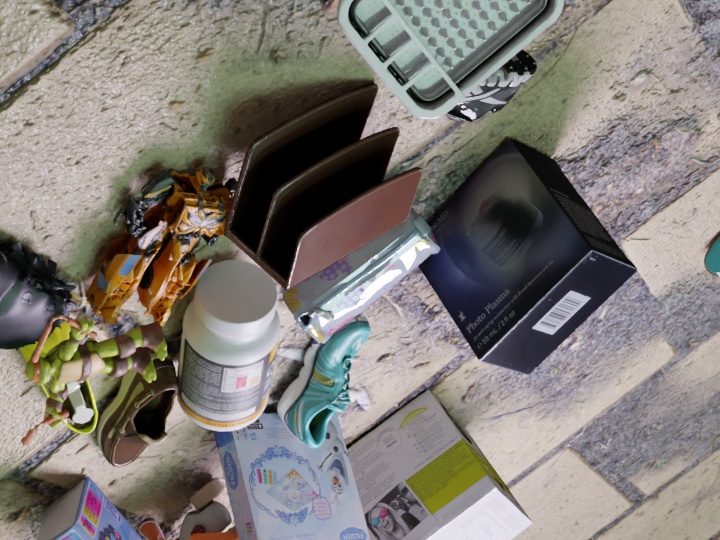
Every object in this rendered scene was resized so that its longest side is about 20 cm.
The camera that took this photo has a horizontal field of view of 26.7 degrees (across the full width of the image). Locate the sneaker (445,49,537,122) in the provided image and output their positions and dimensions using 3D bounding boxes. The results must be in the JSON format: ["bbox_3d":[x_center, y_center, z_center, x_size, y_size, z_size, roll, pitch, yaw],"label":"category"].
[{"bbox_3d":[0.103,-0.200,1.659,0.199,0.067,0.091,-7,138,-40],"label":"sneaker"}]

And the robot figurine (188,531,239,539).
[{"bbox_3d":[-0.179,0.420,2.022,0.198,0.117,0.144,-16,148,-9],"label":"robot figurine"}]

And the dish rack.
[{"bbox_3d":[0.088,-0.270,1.525,0.200,0.044,0.172,-38,118,9],"label":"dish rack"}]

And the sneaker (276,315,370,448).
[{"bbox_3d":[-0.034,0.145,1.987,0.077,0.080,0.201,0,127,-43],"label":"sneaker"}]

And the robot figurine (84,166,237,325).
[{"bbox_3d":[-0.205,-0.027,1.622,0.144,0.058,0.200,2,134,-46],"label":"robot figurine"}]

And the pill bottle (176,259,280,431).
[{"bbox_3d":[-0.154,0.088,1.772,0.116,0.117,0.201,-17,145,-25],"label":"pill bottle"}]

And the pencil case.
[{"bbox_3d":[0.000,0.000,1.821,0.199,0.083,0.091,-38,170,5],"label":"pencil case"}]

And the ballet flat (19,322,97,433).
[{"bbox_3d":[-0.331,0.121,1.703,0.066,0.067,0.201,-24,147,-12],"label":"ballet flat"}]

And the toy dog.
[{"bbox_3d":[-0.244,0.382,2.101,0.096,0.132,0.201,-24,145,-60],"label":"toy dog"}]

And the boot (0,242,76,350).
[{"bbox_3d":[-0.400,0.047,1.543,0.198,0.074,0.162,-37,154,8],"label":"boot"}]

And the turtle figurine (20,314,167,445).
[{"bbox_3d":[-0.297,0.103,1.628,0.160,0.065,0.201,-8,136,-33],"label":"turtle figurine"}]

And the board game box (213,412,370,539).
[{"bbox_3d":[-0.090,0.291,2.026,0.199,0.201,0.043,4,153,-44],"label":"board game box"}]

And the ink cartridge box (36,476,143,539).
[{"bbox_3d":[-0.316,0.378,1.912,0.076,0.137,0.201,-34,107,8],"label":"ink cartridge box"}]

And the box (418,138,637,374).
[{"bbox_3d":[0.193,-0.016,1.865,0.200,0.199,0.123,-46,144,20],"label":"box"}]

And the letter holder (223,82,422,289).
[{"bbox_3d":[-0.029,-0.096,1.599,0.199,0.100,0.143,-31,152,-40],"label":"letter holder"}]

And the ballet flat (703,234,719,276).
[{"bbox_3d":[0.611,-0.066,2.320,0.200,0.068,0.072,-50,165,18],"label":"ballet flat"}]

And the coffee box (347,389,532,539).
[{"bbox_3d":[0.102,0.335,2.262,0.199,0.198,0.200,-37,147,3],"label":"coffee box"}]

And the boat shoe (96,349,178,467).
[{"bbox_3d":[-0.268,0.184,1.836,0.074,0.075,0.203,-11,142,-32],"label":"boat shoe"}]
